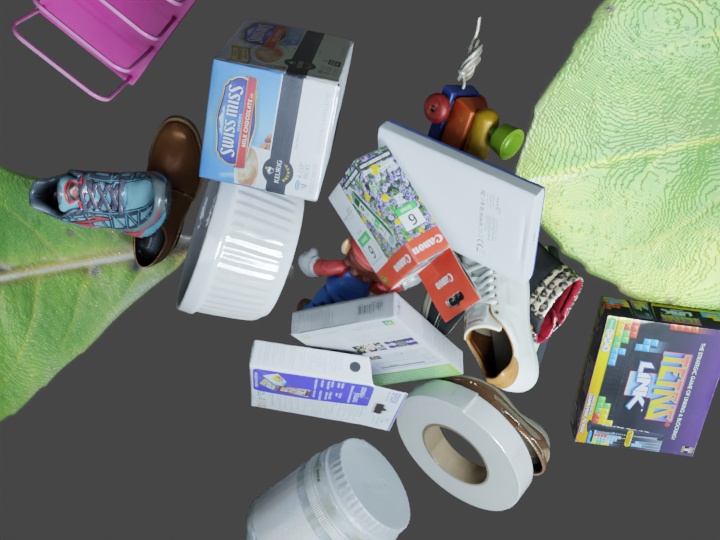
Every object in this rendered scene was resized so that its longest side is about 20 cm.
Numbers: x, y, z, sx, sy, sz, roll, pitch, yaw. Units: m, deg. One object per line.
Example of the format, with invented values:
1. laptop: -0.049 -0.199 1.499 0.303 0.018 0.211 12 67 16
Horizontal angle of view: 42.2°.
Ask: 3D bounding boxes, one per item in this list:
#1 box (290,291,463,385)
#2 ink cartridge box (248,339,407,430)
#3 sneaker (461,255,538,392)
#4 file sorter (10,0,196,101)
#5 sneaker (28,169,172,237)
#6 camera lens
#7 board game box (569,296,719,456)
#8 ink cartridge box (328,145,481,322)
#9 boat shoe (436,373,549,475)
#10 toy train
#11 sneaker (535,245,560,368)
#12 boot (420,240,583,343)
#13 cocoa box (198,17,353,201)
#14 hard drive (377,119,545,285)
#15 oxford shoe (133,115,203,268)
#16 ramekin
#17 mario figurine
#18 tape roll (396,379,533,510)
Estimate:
1. box: 0.025 0.092 1.168 0.144 0.037 0.200 -11 149 27
2. ink cartridge box: -0.045 0.153 1.216 0.199 0.044 0.198 11 156 -2
3. sneaker: 0.150 0.037 1.065 0.073 0.201 0.084 -26 156 31
4. file sorter: -0.264 -0.306 1.016 0.139 0.126 0.200 38 113 -15
5. sneaker: -0.313 -0.081 1.108 0.199 0.095 0.080 -1 87 31
6. camera lens: -0.050 0.349 1.310 0.200 0.160 0.160 -38 108 20
7. board game box: 0.380 0.143 1.236 0.164 0.057 0.201 7 117 2
8. ink cartridge box: 0.047 -0.029 1.057 0.050 0.109 0.201 -29 83 -24
9. boat shoe: 0.182 0.211 1.274 0.199 0.072 0.076 32 114 -12
10. toy train: 0.137 -0.169 1.052 0.116 0.084 0.201 39 123 35
11. sneaker: 0.203 0.059 1.197 0.082 0.072 0.201 10 117 0
12. boot: 0.170 0.035 1.148 0.151 0.073 0.201 43 112 30
13. cocoa box: -0.089 -0.182 1.024 0.130 0.200 0.134 12 117 -2
14. hard drive: 0.107 -0.077 1.042 0.199 0.025 0.132 28 143 26
15. oxford shoe: -0.240 -0.091 1.154 0.071 0.071 0.201 16 115 -2
16. ramekin: -0.141 -0.036 1.109 0.104 0.201 0.201 17 117 -15
17. mario figurine: 0.000 0.000 1.195 0.123 0.106 0.200 4 136 -39
18. tape roll: 0.136 0.234 1.244 0.202 0.037 0.203 31 144 25
